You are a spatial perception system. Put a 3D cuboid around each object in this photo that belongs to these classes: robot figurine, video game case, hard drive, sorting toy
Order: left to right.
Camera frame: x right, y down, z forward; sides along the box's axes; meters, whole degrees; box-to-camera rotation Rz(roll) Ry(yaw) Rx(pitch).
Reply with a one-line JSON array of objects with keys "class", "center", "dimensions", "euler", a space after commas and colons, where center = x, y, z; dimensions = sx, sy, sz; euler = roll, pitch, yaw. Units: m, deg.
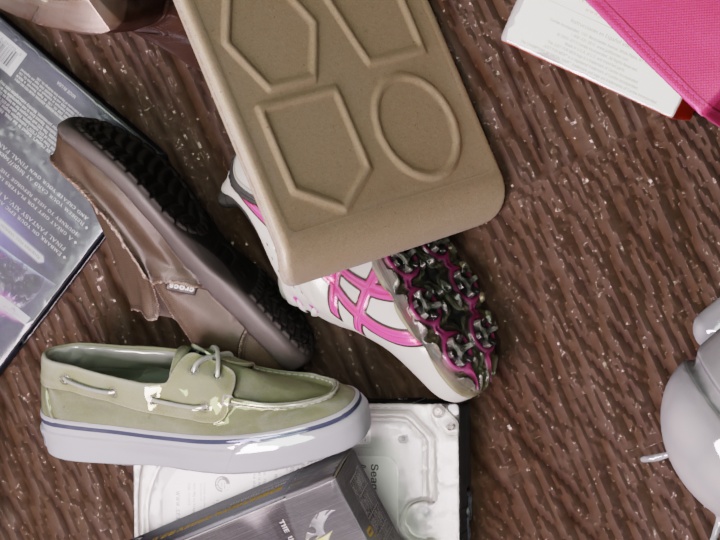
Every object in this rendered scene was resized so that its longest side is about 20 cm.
[{"class": "video game case", "center": [-0.229, -0.036, 1.676], "dimensions": [0.143, 0.019, 0.200], "euler": [40, 101, 10]}, {"class": "hard drive", "center": [-0.035, 0.144, 1.625], "dimensions": [0.199, 0.038, 0.140], "euler": [1, 92, 13]}, {"class": "sorting toy", "center": [-0.016, -0.103, 1.552], "dimensions": [0.036, 0.185, 0.201], "euler": [-21, 88, 45]}, {"class": "robot figurine", "center": [0.245, 0.063, 1.514], "dimensions": [0.200, 0.113, 0.170], "euler": [-43, 43, 11]}]

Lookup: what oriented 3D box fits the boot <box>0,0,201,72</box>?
[{"class": "boot", "center": [-0.109, -0.140, 1.550], "dimensions": [0.186, 0.200, 0.064], "euler": [23, 97, 12]}]

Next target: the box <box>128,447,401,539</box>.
[{"class": "box", "center": [-0.031, 0.221, 1.585], "dimensions": [0.158, 0.048, 0.200], "euler": [-23, 103, 20]}]

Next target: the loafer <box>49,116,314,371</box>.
[{"class": "loafer", "center": [-0.116, -0.004, 1.613], "dimensions": [0.071, 0.073, 0.200], "euler": [-42, 90, 16]}]

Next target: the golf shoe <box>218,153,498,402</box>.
[{"class": "golf shoe", "center": [0.000, 0.000, 1.603], "dimensions": [0.200, 0.073, 0.092], "euler": [52, 127, 8]}]

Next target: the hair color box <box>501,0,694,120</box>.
[{"class": "hair color box", "center": [0.172, -0.197, 1.551], "dimensions": [0.111, 0.064, 0.201], "euler": [26, 99, 13]}]

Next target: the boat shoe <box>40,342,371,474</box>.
[{"class": "boat shoe", "center": [-0.094, 0.074, 1.575], "dimensions": [0.199, 0.072, 0.062], "euler": [-2, 114, 16]}]

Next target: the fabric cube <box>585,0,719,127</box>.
[{"class": "fabric cube", "center": [0.197, -0.200, 1.402], "dimensions": [0.199, 0.200, 0.196], "euler": [-47, 72, 10]}]
